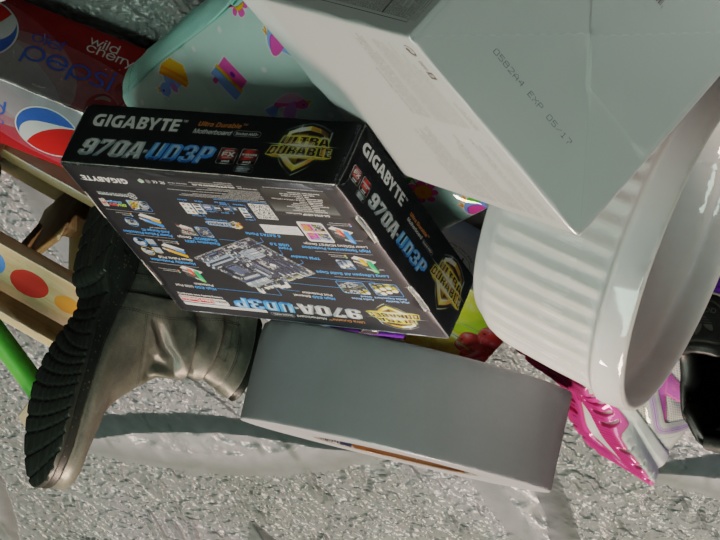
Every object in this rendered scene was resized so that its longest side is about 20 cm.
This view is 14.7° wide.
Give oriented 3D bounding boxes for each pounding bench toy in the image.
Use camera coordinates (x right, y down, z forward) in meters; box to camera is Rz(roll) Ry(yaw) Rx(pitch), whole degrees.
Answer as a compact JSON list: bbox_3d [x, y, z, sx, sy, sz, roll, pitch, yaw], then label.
[{"bbox_3d":[-0.222,-0.004,1.829,0.156,0.200,0.124,30,143,-9],"label":"pounding bench toy"}]

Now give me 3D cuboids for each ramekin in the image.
[{"bbox_3d":[0.145,-0.029,1.606,0.105,0.200,0.200,22,145,18],"label":"ramekin"}]

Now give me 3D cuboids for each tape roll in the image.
[{"bbox_3d":[0.029,0.085,1.748,0.200,0.066,0.200,14,175,1],"label":"tape roll"}]

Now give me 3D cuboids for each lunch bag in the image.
[{"bbox_3d":[-0.024,-0.102,1.668,0.200,0.122,0.170,33,144,-21],"label":"lunch bag"}]

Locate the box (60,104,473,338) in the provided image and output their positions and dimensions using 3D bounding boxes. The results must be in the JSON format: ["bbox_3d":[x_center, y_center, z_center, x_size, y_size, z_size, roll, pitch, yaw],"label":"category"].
[{"bbox_3d":[-0.054,-0.028,1.630,0.200,0.046,0.159,5,149,33],"label":"box"}]

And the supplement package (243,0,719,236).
[{"bbox_3d":[0.068,-0.138,1.481,0.152,0.151,0.200,48,168,-29],"label":"supplement package"}]

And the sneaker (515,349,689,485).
[{"bbox_3d":[0.158,0.044,1.775,0.081,0.088,0.200,31,162,46],"label":"sneaker"}]

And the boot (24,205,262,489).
[{"bbox_3d":[-0.125,0.057,1.747,0.130,0.200,0.068,23,165,-26],"label":"boot"}]

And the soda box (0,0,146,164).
[{"bbox_3d":[-0.212,-0.123,1.773,0.200,0.070,0.063,22,143,2],"label":"soda box"}]

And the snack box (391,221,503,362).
[{"bbox_3d":[0.000,0.000,1.834,0.200,0.053,0.142,29,142,-8],"label":"snack box"}]

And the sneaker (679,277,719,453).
[{"bbox_3d":[0.241,0.085,1.764,0.069,0.100,0.200,0,137,32],"label":"sneaker"}]

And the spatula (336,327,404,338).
[{"bbox_3d":[0.015,0.018,1.739,0.056,0.021,0.200,5,159,-15],"label":"spatula"}]
